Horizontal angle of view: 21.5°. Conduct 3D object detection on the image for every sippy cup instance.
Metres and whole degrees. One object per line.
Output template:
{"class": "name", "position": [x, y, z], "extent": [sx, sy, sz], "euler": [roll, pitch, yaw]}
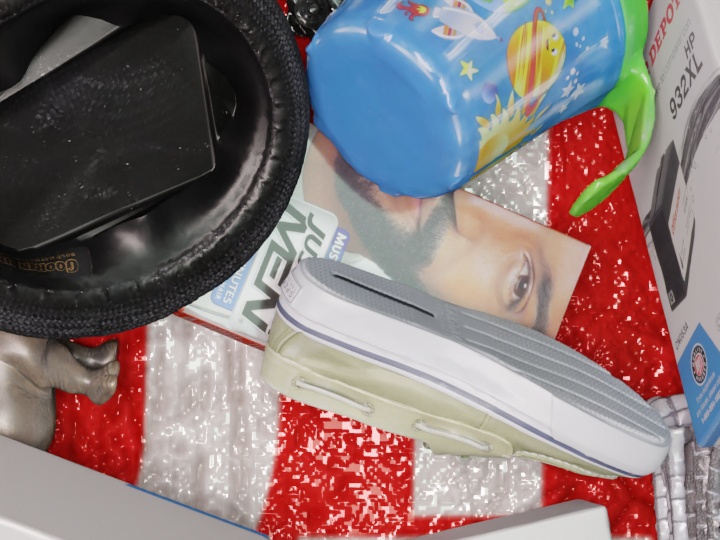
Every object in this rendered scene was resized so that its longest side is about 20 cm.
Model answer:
{"class": "sippy cup", "position": [0.046, -0.105, 0.895], "extent": [0.130, 0.177, 0.140], "euler": [-44, 138, -34]}

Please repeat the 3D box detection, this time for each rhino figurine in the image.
{"class": "rhino figurine", "position": [-0.161, 0.044, 0.915], "extent": [0.087, 0.060, 0.201], "euler": [10, 86, -12]}

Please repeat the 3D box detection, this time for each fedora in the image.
{"class": "fedora", "position": [-0.127, -0.069, 0.857], "extent": [0.199, 0.092, 0.202], "euler": [-7, 108, -22]}

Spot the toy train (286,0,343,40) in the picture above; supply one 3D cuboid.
{"class": "toy train", "position": [-0.048, -0.184, 0.952], "extent": [0.046, 0.034, 0.201], "euler": [-35, 95, -12]}

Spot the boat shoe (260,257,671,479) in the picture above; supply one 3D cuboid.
{"class": "boat shoe", "position": [0.048, 0.057, 0.894], "extent": [0.199, 0.072, 0.062], "euler": [24, 111, -6]}

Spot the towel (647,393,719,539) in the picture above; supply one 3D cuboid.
{"class": "towel", "position": [0.243, 0.152, 0.972], "extent": [0.164, 0.086, 0.201], "euler": [-5, 90, -11]}

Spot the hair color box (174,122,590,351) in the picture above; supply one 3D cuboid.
{"class": "hair color box", "position": [0.000, 0.000, 0.943], "extent": [0.199, 0.064, 0.112], "euler": [22, 85, -10]}

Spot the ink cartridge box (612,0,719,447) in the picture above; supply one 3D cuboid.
{"class": "ink cartridge box", "position": [0.192, -0.038, 0.899], "extent": [0.083, 0.145, 0.201], "euler": [-5, 62, -9]}

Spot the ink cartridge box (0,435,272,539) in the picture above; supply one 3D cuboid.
{"class": "ink cartridge box", "position": [-0.142, 0.199, 0.869], "extent": [0.144, 0.084, 0.201], "euler": [21, 106, -11]}

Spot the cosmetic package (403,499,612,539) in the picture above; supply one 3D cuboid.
{"class": "cosmetic package", "position": [0.039, 0.211, 0.951], "extent": [0.199, 0.052, 0.152], "euler": [-11, 89, -10]}
